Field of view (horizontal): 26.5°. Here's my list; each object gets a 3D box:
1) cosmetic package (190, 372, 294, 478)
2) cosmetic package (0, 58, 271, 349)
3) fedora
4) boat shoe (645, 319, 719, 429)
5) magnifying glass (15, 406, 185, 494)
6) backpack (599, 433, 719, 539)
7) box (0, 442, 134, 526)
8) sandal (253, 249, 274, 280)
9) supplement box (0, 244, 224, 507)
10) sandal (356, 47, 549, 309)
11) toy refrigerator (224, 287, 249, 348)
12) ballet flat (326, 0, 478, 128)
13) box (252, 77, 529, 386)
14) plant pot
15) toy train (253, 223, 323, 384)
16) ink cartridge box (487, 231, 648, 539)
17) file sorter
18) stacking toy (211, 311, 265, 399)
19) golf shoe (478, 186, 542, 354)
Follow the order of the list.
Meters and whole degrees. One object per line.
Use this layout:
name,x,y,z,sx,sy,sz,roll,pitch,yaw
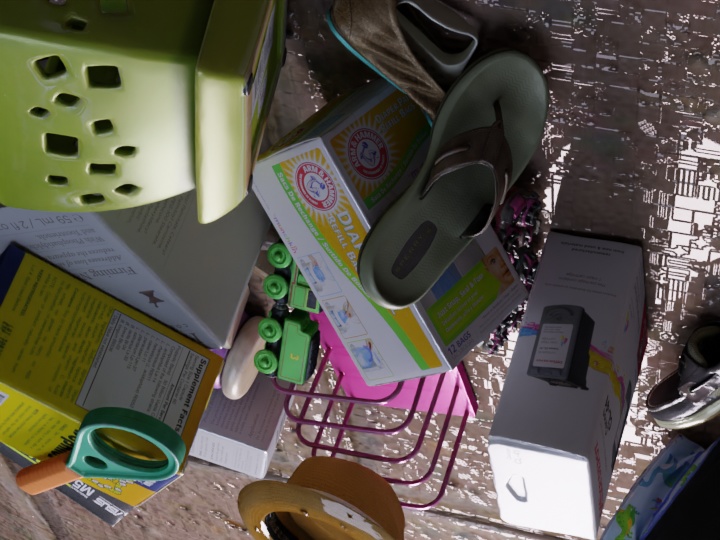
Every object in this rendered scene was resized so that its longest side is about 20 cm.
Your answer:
cosmetic package,-0.175,0.130,1.584,0.198,0.102,0.074,19,147,4
cosmetic package,-0.200,-0.054,1.255,0.166,0.168,0.200,-5,142,34
fedora,-0.017,0.234,1.434,0.199,0.082,0.201,19,147,13
boat shoe,0.300,0.073,1.272,0.065,0.073,0.200,39,141,-9
magnifying glass,-0.207,0.146,1.177,0.079,0.023,0.199,37,144,-26
backpack,0.317,0.262,1.444,0.146,0.183,0.201,30,159,29
box,-0.317,0.145,1.604,0.047,0.201,0.193,-38,121,16
sandal,0.003,-0.002,1.330,0.210,0.077,0.070,25,115,20
supplement box,-0.229,0.088,1.224,0.199,0.110,0.109,30,146,-16
sandal,0.073,-0.058,1.058,0.079,0.202,0.057,30,180,-24
toy refrigerator,-0.213,0.013,1.445,0.198,0.071,0.076,14,158,11
ballet flat,0.063,-0.141,1.090,0.072,0.068,0.200,-31,120,28
box,0.019,-0.030,1.153,0.101,0.112,0.201,-15,108,50
plant pot,-0.148,-0.159,1.048,0.179,0.202,0.200,12,147,2
toy train,-0.051,0.004,1.292,0.056,0.042,0.202,14,113,12
ink cartridge box,0.172,0.094,1.239,0.085,0.202,0.148,8,147,18
file sorter,0.012,0.120,1.440,0.137,0.126,0.201,5,146,22
stacking toy,-0.192,0.051,1.507,0.198,0.086,0.086,23,149,9
golf shoe,0.098,-0.012,1.257,0.092,0.073,0.201,28,147,24
